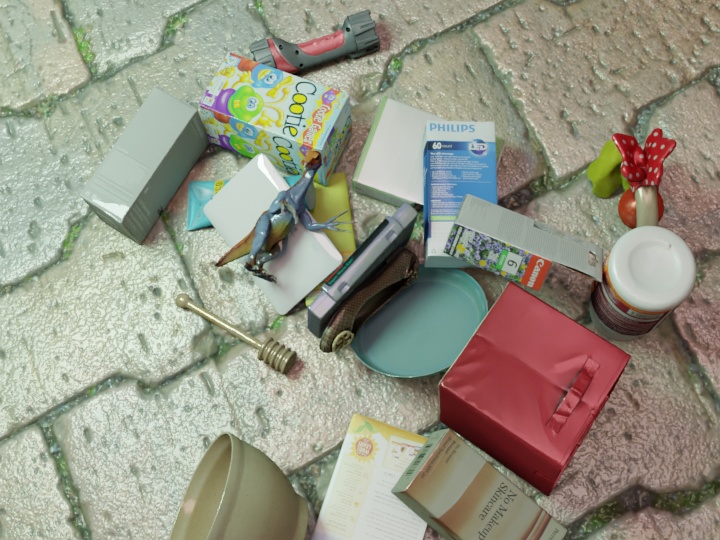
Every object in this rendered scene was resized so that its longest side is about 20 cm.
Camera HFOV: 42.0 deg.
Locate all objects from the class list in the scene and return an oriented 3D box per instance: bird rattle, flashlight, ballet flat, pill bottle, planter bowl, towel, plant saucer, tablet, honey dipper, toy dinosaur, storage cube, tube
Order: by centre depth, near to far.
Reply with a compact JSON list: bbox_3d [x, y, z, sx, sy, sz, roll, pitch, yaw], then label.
[{"bbox_3d":[-0.149,0.325,1.192,0.133,0.200,0.203,26,73,-17],"label":"planter bowl"},{"bbox_3d":[0.218,0.157,1.212,0.179,0.201,0.172,32,73,17],"label":"storage cube"},{"bbox_3d":[0.365,0.025,1.241,0.108,0.200,0.111,-1,72,3],"label":"pill bottle"},{"bbox_3d":[0.017,0.045,1.289,0.046,0.068,0.200,36,61,15],"label":"ballet flat"},{"bbox_3d":[0.080,0.073,1.294,0.197,0.028,0.202,-11,44,11],"label":"plant saucer"},{"bbox_3d":[-0.116,-0.083,1.296,0.197,0.105,0.184,12,80,26],"label":"toy dinosaur"},{"bbox_3d":[0.394,-0.112,1.298,0.111,0.200,0.166,-9,96,0],"label":"bird rattle"},{"bbox_3d":[-0.181,0.083,1.339,0.198,0.038,0.038,30,76,15],"label":"honey dipper"},{"bbox_3d":[-0.128,-0.052,1.351,0.130,0.014,0.201,-40,82,16],"label":"tablet"},{"bbox_3d":[-0.050,-0.046,1.384,0.085,0.018,0.203,-7,72,-3],"label":"towel"},{"bbox_3d":[-0.166,-0.106,1.389,0.197,0.050,0.079,-5,66,15],"label":"tube"},{"bbox_3d":[-0.072,-0.351,1.454,0.197,0.068,0.069,-21,77,-2],"label":"flashlight"}]

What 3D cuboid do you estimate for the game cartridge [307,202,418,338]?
[{"bbox_3d":[0.000,0.000,1.291,0.038,0.130,0.200,40,75,12],"label":"game cartridge"}]

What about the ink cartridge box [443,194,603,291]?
[{"bbox_3d":[0.213,-0.026,1.218,0.197,0.109,0.051,23,118,5],"label":"ink cartridge box"}]

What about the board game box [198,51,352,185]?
[{"bbox_3d":[-0.123,-0.224,1.389,0.197,0.103,0.106,21,68,11],"label":"board game box"}]

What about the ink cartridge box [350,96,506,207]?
[{"bbox_3d":[0.101,-0.158,1.395,0.197,0.048,0.147,20,75,2],"label":"ink cartridge box"}]

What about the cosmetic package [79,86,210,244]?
[{"bbox_3d":[-0.314,-0.154,1.384,0.089,0.107,0.201,31,78,12],"label":"cosmetic package"}]

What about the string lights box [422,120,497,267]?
[{"bbox_3d":[0.141,-0.109,1.328,0.101,0.059,0.203,1,74,-2],"label":"string lights box"}]

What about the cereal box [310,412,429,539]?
[{"bbox_3d":[0.025,0.310,1.252,0.142,0.040,0.203,18,75,7],"label":"cereal box"}]

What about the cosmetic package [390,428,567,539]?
[{"bbox_3d":[0.150,0.306,1.198,0.199,0.087,0.104,39,73,-1],"label":"cosmetic package"}]
